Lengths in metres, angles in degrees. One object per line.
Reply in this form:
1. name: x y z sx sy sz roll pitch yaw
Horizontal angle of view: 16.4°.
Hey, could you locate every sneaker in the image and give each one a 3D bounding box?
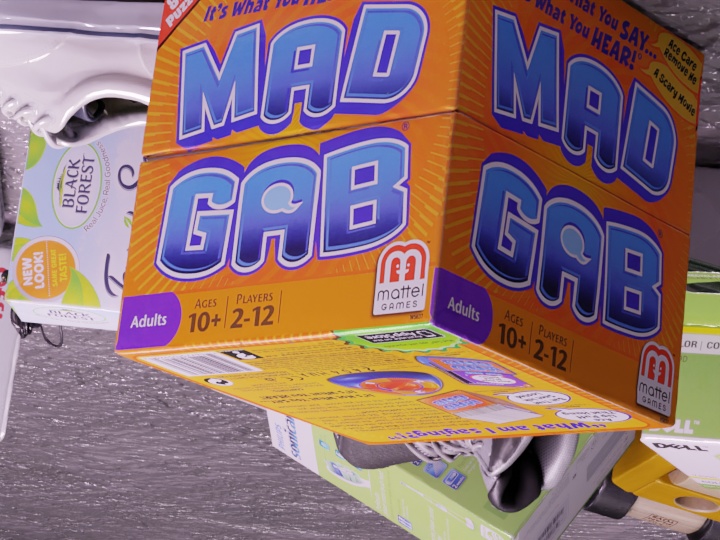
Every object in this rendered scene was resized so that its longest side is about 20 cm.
1. sneaker: -0.167 -0.103 1.320 0.199 0.071 0.073 1 163 20
2. sneaker: 0.059 0.098 1.461 0.075 0.116 0.200 20 138 -36

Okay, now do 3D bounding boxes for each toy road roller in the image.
1. toy road roller: 0.240 0.101 1.728 0.122 0.147 0.200 17 160 -14

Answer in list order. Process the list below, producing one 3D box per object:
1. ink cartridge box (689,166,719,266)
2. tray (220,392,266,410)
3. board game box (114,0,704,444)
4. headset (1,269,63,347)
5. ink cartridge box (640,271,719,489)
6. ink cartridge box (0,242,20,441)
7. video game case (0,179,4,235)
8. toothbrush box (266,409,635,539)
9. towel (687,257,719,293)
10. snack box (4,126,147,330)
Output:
1. ink cartridge box: 0.239 0.002 1.528 0.115 0.067 0.200 6 164 4
2. tray: -0.126 0.048 1.760 0.200 0.022 0.107 33 -174 42
3. board game box: 0.028 -0.035 1.238 0.199 0.201 0.200 -6 160 39
4. headset: -0.154 0.001 1.651 0.199 0.094 0.123 -20 151 30
5. ink cartridge box: 0.226 0.066 1.400 0.147 0.076 0.200 2 162 32
6. ink cartridge box: -0.340 0.040 1.704 0.199 0.146 0.083 10 -179 -35
7. video game case: -0.332 -0.068 1.608 0.199 0.024 0.182 9 164 -4
8. toothbrush box: 0.059 0.091 1.614 0.200 0.146 0.086 30 153 21
9. towel: 0.180 0.028 1.483 0.152 0.023 0.200 16 165 -10
10. snack box: -0.088 -0.035 1.399 0.199 0.143 0.053 6 165 5
